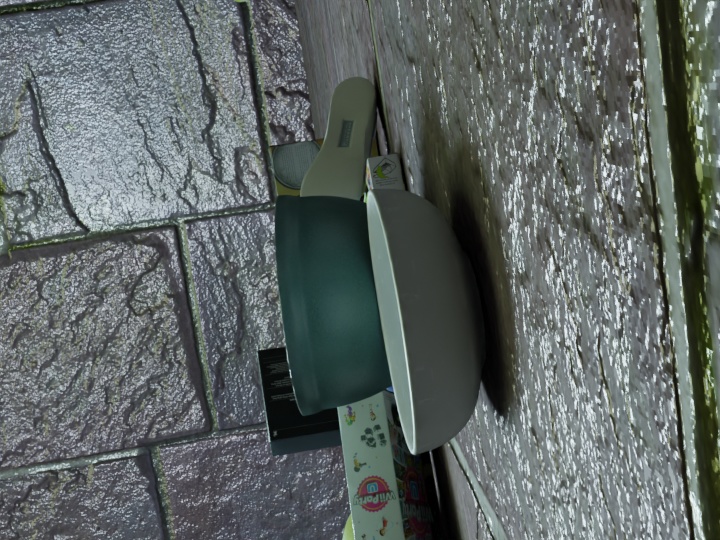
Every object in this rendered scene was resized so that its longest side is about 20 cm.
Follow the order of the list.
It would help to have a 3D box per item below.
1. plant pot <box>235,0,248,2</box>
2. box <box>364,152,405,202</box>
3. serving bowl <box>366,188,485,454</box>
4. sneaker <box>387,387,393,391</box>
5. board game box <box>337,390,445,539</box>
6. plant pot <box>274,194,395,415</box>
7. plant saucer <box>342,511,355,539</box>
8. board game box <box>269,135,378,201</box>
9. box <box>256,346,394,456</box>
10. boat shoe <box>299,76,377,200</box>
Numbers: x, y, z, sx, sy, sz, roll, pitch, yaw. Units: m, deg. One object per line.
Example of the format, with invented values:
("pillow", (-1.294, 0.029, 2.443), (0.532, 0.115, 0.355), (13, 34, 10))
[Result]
("plant pot", (-0.198, -0.631, 2.270), (0.200, 0.199, 0.182), (-109, 4, -68))
("box", (0.031, -0.045, 1.296), (0.200, 0.035, 0.110), (94, 166, -76))
("serving bowl", (0.053, 0.034, 0.875), (0.200, 0.066, 0.201), (171, 90, -86))
("sneaker", (0.021, 0.104, 1.416), (0.200, 0.088, 0.075), (86, 172, -69))
("board game box", (0.038, 0.248, 1.335), (0.148, 0.064, 0.200), (32, -133, -64))
("plant pot", (0.003, 0.024, 1.056), (0.200, 0.134, 0.201), (-6, -90, -88))
("plant saucer", (0.019, 0.357, 1.355), (0.200, 0.031, 0.200), (-12, -90, -73))
("board game box", (-0.033, -0.066, 1.465), (0.035, 0.135, 0.200), (-130, 32, -84))
("box", (-0.041, 0.178, 1.692), (0.079, 0.200, 0.141), (90, 171, -62))
("boat shoe", (-0.020, -0.123, 1.345), (0.069, 0.072, 0.200), (62, -147, -64))
